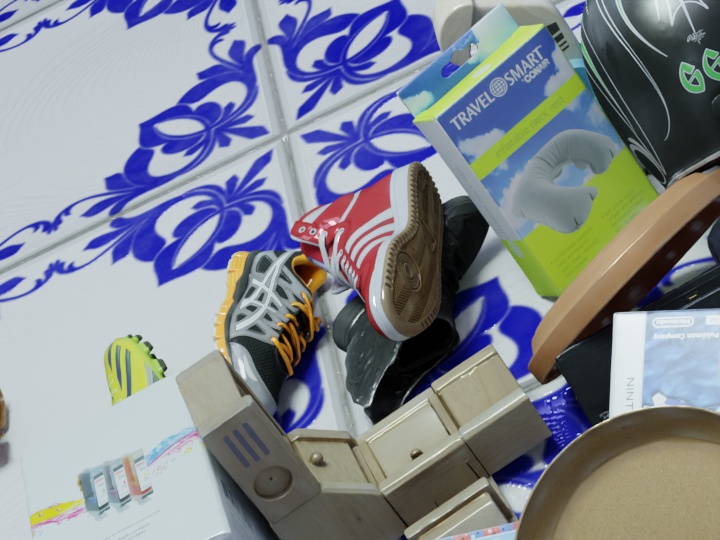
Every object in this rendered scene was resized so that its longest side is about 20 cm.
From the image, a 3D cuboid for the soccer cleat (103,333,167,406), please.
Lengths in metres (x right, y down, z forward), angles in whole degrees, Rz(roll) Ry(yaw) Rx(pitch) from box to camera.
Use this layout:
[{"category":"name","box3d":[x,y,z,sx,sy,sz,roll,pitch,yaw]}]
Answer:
[{"category":"soccer cleat","box3d":[-0.180,0.115,1.759,0.084,0.065,0.200,-37,35,-6]}]

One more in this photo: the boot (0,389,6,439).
[{"category":"boot","box3d":[-0.375,0.172,1.828,0.155,0.074,0.200,-21,37,7]}]

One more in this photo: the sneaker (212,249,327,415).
[{"category":"sneaker","box3d":[-0.071,0.045,1.760,0.077,0.078,0.200,-11,39,11]}]

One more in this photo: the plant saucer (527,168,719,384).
[{"category":"plant saucer","box3d":[0.189,0.000,1.537,0.200,0.200,0.032,-42,78,-16]}]

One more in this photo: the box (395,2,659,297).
[{"category":"box","box3d":[0.133,-0.093,1.667,0.122,0.200,0.048,-42,17,-16]}]

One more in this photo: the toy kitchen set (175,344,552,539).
[{"category":"toy kitchen set","box3d":[0.017,0.119,1.499,0.200,0.180,0.163,-34,35,2]}]

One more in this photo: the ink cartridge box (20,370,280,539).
[{"category":"ink cartridge box","box3d":[-0.140,0.203,1.543,0.145,0.145,0.200,-28,33,4]}]

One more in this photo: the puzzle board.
[{"category":"puzzle board","box3d":[0.137,0.224,1.349,0.200,0.017,0.151,-16,71,21]}]

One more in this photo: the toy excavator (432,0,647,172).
[{"category":"toy excavator","box3d":[0.177,-0.172,1.735,0.194,0.200,0.100,-23,34,9]}]

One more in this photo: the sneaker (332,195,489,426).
[{"category":"sneaker","box3d":[0.052,0.030,1.701,0.200,0.060,0.104,-45,35,-12]}]

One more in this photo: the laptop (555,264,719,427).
[{"category":"laptop","box3d":[0.253,0.102,1.413,0.177,0.200,0.103,-29,-3,1]}]

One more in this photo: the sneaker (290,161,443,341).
[{"category":"sneaker","box3d":[0.000,0.000,1.668,0.112,0.071,0.200,-22,29,21]}]

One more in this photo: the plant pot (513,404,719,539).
[{"category":"plant pot","box3d":[0.189,0.183,1.311,0.200,0.027,0.200,-6,75,23]}]

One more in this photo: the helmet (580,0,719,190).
[{"category":"helmet","box3d":[0.254,-0.169,1.595,0.200,0.191,0.200,-22,-9,-4]}]

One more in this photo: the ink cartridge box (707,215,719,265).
[{"category":"ink cartridge box","box3d":[0.373,-0.061,1.581,0.200,0.050,0.162,-1,44,41]}]

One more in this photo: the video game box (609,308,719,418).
[{"category":"video game box","box3d":[0.254,0.113,1.362,0.200,0.047,0.182,-4,73,24]}]
